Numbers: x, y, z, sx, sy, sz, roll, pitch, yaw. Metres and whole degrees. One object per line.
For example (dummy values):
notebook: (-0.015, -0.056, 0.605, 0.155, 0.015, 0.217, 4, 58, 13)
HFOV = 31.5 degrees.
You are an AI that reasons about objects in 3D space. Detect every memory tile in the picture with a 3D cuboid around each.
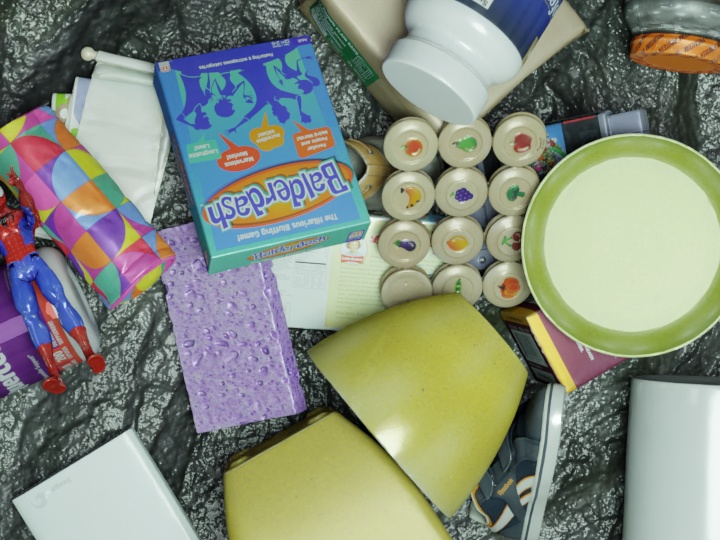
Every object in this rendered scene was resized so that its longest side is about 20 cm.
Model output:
memory tile: (0.092, -0.050, 1.183, 0.153, 0.017, 0.201, -2, 119, -5)

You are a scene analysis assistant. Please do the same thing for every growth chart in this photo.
growth chart: (-0.244, -0.114, 1.218, 0.144, 0.018, 0.201, 19, 89, 2)

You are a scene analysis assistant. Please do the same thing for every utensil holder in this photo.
utensil holder: (0.335, 0.206, 1.231, 0.169, 0.170, 0.201, 1, 89, -7)

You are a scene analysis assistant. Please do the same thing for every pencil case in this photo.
pencil case: (-0.259, -0.059, 1.172, 0.088, 0.088, 0.200, -40, 87, -4)

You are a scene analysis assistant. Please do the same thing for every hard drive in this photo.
hard drive: (-0.226, 0.270, 1.233, 0.132, 0.026, 0.200, -31, 95, -5)

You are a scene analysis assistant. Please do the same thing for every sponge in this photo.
sponge: (-0.126, 0.049, 1.214, 0.111, 0.030, 0.201, -12, 93, 23)

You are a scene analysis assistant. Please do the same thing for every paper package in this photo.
paper package: (0.076, -0.240, 1.209, 0.191, 0.103, 0.200, -41, 96, -12)

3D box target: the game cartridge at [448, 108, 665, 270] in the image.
game cartridge: (0.184, -0.076, 1.219, 0.199, 0.038, 0.130, -10, 97, 29)

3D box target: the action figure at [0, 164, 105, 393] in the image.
action figure: (-0.287, -0.004, 1.083, 0.065, 0.099, 0.200, -27, 66, -7)

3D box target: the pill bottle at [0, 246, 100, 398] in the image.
pill bottle: (-0.348, 0.065, 1.170, 0.199, 0.112, 0.113, -25, 94, -6)

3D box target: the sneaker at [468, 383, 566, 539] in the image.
sneaker: (0.146, 0.184, 1.212, 0.079, 0.079, 0.201, 12, 129, 7)

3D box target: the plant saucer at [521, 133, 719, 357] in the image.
plant saucer: (0.246, -0.023, 1.155, 0.199, 0.031, 0.201, 0, 93, 9)

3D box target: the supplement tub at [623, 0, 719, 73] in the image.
supplement tub: (0.324, -0.299, 1.239, 0.122, 0.123, 0.201, 10, 91, -7)

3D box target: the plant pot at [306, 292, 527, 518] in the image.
plant pot: (0.068, 0.104, 1.171, 0.142, 0.200, 0.200, -41, 96, -1)

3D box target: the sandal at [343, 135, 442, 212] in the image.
sandal: (-0.016, -0.102, 1.233, 0.199, 0.055, 0.082, 13, 90, -13)

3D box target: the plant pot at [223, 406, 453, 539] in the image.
plant pot: (-0.029, 0.238, 1.180, 0.195, 0.194, 0.201, -28, 89, -5)

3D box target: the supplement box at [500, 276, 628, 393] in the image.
supplement box: (0.251, 0.030, 1.243, 0.200, 0.110, 0.086, -29, 95, -5)

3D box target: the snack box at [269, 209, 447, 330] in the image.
snack box: (0.000, 0.000, 1.238, 0.199, 0.037, 0.117, 5, 104, -7)

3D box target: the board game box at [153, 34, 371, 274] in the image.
board game box: (-0.092, -0.109, 1.173, 0.152, 0.045, 0.201, -14, 73, -16)

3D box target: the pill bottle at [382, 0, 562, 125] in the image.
pill bottle: (0.108, -0.234, 1.105, 0.116, 0.116, 0.200, 33, 81, -7)
